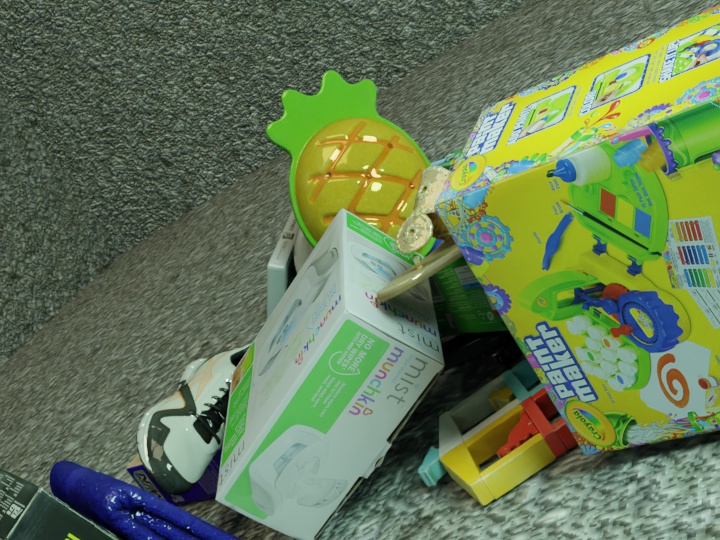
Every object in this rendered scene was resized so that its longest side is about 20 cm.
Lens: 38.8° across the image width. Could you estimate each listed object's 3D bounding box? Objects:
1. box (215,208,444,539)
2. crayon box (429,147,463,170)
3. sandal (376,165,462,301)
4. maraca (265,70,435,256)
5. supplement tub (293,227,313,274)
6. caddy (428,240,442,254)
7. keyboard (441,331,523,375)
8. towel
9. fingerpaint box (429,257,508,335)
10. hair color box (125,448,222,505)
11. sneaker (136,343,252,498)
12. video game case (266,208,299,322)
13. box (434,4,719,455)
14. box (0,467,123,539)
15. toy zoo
[{"bbox_3d":[-0.026,0.085,0.841,0.201,0.096,0.177,-55,17,23],"label":"box"},{"bbox_3d":[0.174,-0.115,0.970,0.198,0.052,0.125,-28,15,-35],"label":"crayon box"},{"bbox_3d":[0.073,-0.051,0.795,0.210,0.070,0.077,-30,4,-34],"label":"sandal"},{"bbox_3d":[-0.005,-0.088,0.936,0.135,0.202,0.107,-25,-11,-14],"label":"maraca"},{"bbox_3d":[0.000,0.000,1.076,0.122,0.123,0.200,-36,-13,-4],"label":"supplement tub"},{"bbox_3d":[0.130,-0.042,1.063,0.139,0.107,0.201,-5,24,18],"label":"caddy"},{"bbox_3d":[0.141,0.055,0.872,0.198,0.040,0.104,-27,2,10],"label":"keyboard"},{"bbox_3d":[-0.188,0.221,0.881,0.199,0.147,0.050,-9,53,60],"label":"towel"},{"bbox_3d":[0.153,-0.014,0.861,0.165,0.074,0.200,-28,3,-16],"label":"fingerpaint box"},{"bbox_3d":[-0.146,0.179,1.067,0.198,0.065,0.110,-24,19,44],"label":"hair color box"},{"bbox_3d":[-0.144,0.130,0.954,0.079,0.074,0.201,-27,20,22],"label":"sneaker"},{"bbox_3d":[-0.072,0.029,1.117,0.023,0.203,0.183,8,34,6],"label":"video game case"},{"bbox_3d":[0.182,-0.019,0.602,0.190,0.201,0.123,-18,27,34],"label":"box"},{"bbox_3d":[-0.193,0.220,0.762,0.199,0.192,0.048,-7,48,60],"label":"box"},{"bbox_3d":[0.129,0.101,0.757,0.198,0.021,0.131,-35,14,2],"label":"toy zoo"}]
